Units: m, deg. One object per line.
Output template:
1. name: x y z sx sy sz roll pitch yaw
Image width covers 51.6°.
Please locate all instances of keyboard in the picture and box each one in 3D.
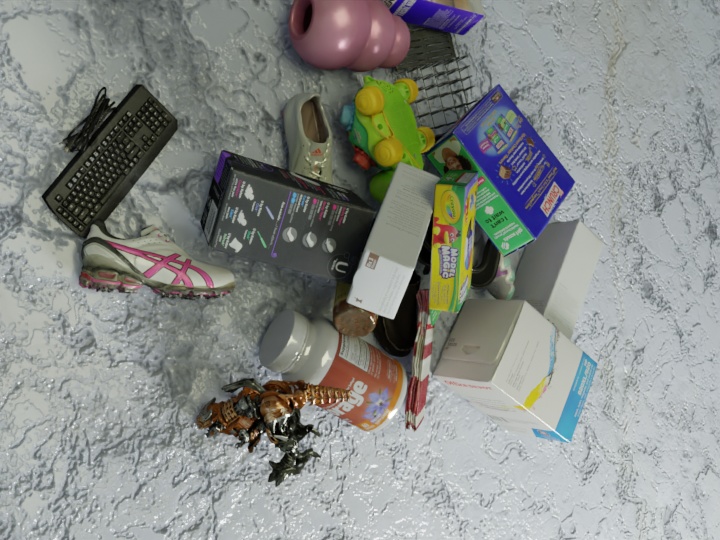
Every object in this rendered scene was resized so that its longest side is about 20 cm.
1. keyboard: -0.315 -0.147 0.924 0.104 0.039 0.202 41 66 -24

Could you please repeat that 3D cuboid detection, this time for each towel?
1. towel: 0.092 0.130 1.120 0.022 0.144 0.205 6 88 11

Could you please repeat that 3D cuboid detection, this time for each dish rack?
1. dish rack: 0.129 -0.294 1.204 0.151 0.054 0.204 -20 98 -32

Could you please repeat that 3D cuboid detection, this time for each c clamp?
1. c clamp: 0.162 -0.064 1.157 0.197 0.027 0.175 19 77 -25

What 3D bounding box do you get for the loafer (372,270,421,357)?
1. loafer: 0.055 0.031 1.129 0.072 0.071 0.205 -10 92 -32

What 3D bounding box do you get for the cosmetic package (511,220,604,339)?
1. cosmetic package: 0.327 0.020 1.280 0.081 0.112 0.203 35 72 -26

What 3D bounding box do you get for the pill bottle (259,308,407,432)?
1. pill bottle: -0.039 0.137 1.040 0.198 0.111 0.114 32 71 -26

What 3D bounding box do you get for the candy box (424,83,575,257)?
1. candy box: 0.217 -0.154 1.137 0.201 0.077 0.169 49 51 -6

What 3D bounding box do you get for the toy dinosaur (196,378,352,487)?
1. toy dinosaur: -0.111 0.193 0.969 0.103 0.196 0.138 -57 133 -50

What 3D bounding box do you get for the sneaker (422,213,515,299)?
1. sneaker: 0.159 -0.017 1.202 0.139 0.077 0.203 -31 94 -28

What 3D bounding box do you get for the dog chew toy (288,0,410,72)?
1. dog chew toy: -0.007 -0.348 1.089 0.197 0.123 0.128 2 86 -40

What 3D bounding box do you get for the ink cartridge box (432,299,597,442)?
1. ink cartridge box: 0.250 0.159 1.201 0.199 0.146 0.147 37 69 -25

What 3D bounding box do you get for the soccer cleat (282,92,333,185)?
1. soccer cleat: -0.069 -0.151 1.057 0.068 0.077 0.205 -12 94 -32

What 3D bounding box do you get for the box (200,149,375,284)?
1. box: -0.098 -0.070 0.978 0.196 0.122 0.108 15 104 -21

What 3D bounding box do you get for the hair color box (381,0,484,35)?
1. hair color box: 0.096 -0.451 1.175 0.196 0.065 0.112 0 73 -31

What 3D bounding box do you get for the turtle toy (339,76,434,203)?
1. turtle toy: 0.037 -0.190 1.109 0.145 0.100 0.204 -29 101 -53

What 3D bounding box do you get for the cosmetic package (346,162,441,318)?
1. cosmetic package: 0.048 -0.044 1.000 0.073 0.103 0.202 20 45 0

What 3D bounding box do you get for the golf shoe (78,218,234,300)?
1. golf shoe: -0.248 -0.011 0.939 0.197 0.072 0.094 10 81 -31

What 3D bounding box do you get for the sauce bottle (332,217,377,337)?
1. sauce bottle: 0.000 0.000 1.055 0.066 0.066 0.203 34 41 -26

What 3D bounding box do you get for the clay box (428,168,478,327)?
1. clay box: 0.131 -0.031 1.047 0.115 0.047 0.205 -46 138 -65
